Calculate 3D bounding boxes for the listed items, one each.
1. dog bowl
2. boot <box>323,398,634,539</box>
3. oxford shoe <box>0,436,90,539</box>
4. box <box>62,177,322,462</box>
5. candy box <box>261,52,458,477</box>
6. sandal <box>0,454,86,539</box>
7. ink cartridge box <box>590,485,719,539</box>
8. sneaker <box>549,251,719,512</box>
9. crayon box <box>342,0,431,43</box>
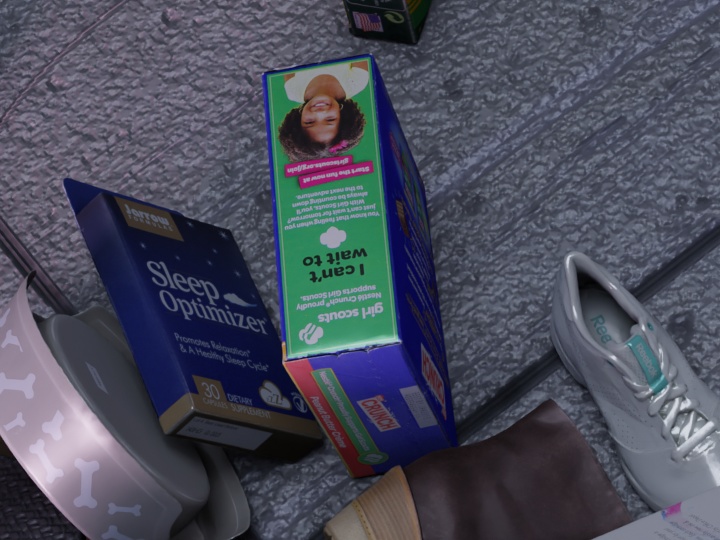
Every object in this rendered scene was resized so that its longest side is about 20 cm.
[{"bbox_3d":[-0.151,0.094,1.579,0.059,0.200,0.200,-40,60,8],"label":"dog bowl"},{"bbox_3d":[0.090,0.185,1.550,0.166,0.072,0.201,-25,67,-10],"label":"boot"},{"bbox_3d":[-0.200,0.136,1.641,0.084,0.073,0.200,-46,60,3],"label":"oxford shoe"},{"bbox_3d":[-0.106,0.022,1.650,0.032,0.121,0.201,-42,56,24],"label":"box"},{"bbox_3d":[0.000,0.000,1.611,0.077,0.169,0.201,-12,60,8],"label":"candy box"},{"bbox_3d":[-0.222,0.143,1.589,0.075,0.045,0.200,-47,46,-15],"label":"sandal"},{"bbox_3d":[0.192,0.182,1.478,0.199,0.068,0.117,-20,21,-19],"label":"ink cartridge box"},{"bbox_3d":[0.173,0.072,1.585,0.075,0.089,0.200,-34,63,-10],"label":"sneaker"},{"bbox_3d":[0.033,-0.270,1.779,0.051,0.127,0.201,9,64,15],"label":"crayon box"}]
